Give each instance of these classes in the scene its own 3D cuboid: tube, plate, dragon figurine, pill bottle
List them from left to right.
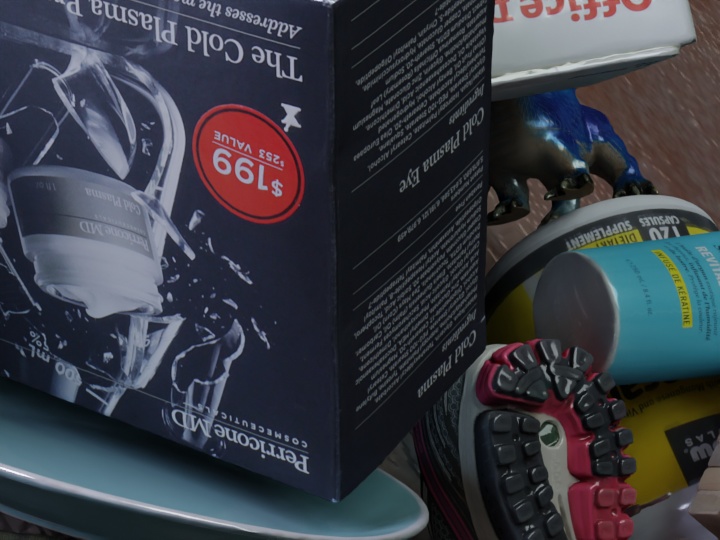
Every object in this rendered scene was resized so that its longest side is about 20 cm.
[{"bbox_3d":[-0.076,0.065,0.785,0.200,0.026,0.200,15,7,-2],"label":"plate"},{"bbox_3d":[0.078,-0.070,0.998,0.200,0.059,0.099,5,67,-58],"label":"dragon figurine"},{"bbox_3d":[0.127,0.077,0.961,0.112,0.112,0.200,6,51,-39],"label":"pill bottle"},{"bbox_3d":[0.160,0.011,0.926,0.200,0.050,0.077,-6,71,-34],"label":"tube"}]

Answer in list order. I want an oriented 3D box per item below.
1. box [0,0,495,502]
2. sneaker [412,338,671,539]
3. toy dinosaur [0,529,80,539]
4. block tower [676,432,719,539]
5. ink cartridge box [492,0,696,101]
[{"bbox_3d":[-0.065,-0.050,0.778,0.200,0.182,0.104,18,39,26],"label":"box"},{"bbox_3d":[0.070,0.125,0.872,0.081,0.075,0.200,-9,87,-33],"label":"sneaker"},{"bbox_3d":[-0.073,0.118,0.803,0.200,0.047,0.088,18,41,-23],"label":"toy dinosaur"},{"bbox_3d":[0.146,0.109,0.847,0.058,0.054,0.200,39,66,-25],"label":"block tower"},{"bbox_3d":[0.025,-0.159,0.874,0.147,0.083,0.200,-10,87,-23],"label":"ink cartridge box"}]
